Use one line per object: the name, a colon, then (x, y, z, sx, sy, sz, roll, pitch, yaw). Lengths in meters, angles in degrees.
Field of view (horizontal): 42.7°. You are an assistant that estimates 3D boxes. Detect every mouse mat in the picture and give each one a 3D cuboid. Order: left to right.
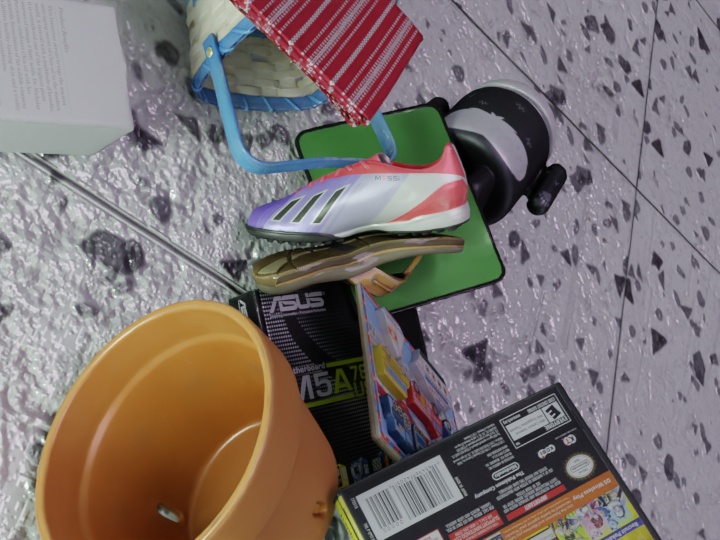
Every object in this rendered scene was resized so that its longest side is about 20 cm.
mouse mat: (0.038, -0.062, 0.884, 0.160, 0.008, 0.201, -15, 74, -18)

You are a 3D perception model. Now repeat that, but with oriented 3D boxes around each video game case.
video game case: (0.108, 0.197, 0.648, 0.199, 0.026, 0.181, -22, 65, -20)

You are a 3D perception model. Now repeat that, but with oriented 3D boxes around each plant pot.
plant pot: (-0.107, 0.143, 0.654, 0.140, 0.199, 0.201, 47, 48, -45)

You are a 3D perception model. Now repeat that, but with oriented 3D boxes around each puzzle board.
puzzle board: (0.052, 0.121, 0.791, 0.200, 0.017, 0.152, 52, 23, -44)

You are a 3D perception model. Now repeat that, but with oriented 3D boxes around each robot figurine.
robot figurine: (0.135, -0.125, 1.005, 0.200, 0.124, 0.151, -48, 114, -41)

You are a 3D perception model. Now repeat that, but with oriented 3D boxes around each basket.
basket: (-0.064, -0.178, 0.815, 0.176, 0.139, 0.201, -8, 75, -44)

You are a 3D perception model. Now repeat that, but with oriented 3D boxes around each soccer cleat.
soccer cleat: (-0.005, -0.066, 0.805, 0.068, 0.198, 0.074, -63, 146, -72)

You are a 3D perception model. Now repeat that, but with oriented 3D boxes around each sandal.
sandal: (0.000, 0.000, 0.810, 0.199, 0.080, 0.054, -15, 105, -27)

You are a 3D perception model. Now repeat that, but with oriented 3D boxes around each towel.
towel: (-0.043, -0.222, 0.744, 0.200, 0.022, 0.145, 42, 48, -15)

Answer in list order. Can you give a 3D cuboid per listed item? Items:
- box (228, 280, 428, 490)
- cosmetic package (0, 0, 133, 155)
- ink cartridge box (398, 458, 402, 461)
box: (-0.013, 0.106, 0.843, 0.199, 0.047, 0.195, -4, 81, -44)
cosmetic package: (-0.270, -0.142, 0.653, 0.199, 0.071, 0.102, -3, 79, -44)
ink cartridge box: (0.066, 0.268, 0.731, 0.145, 0.200, 0.148, 17, 59, 3)
